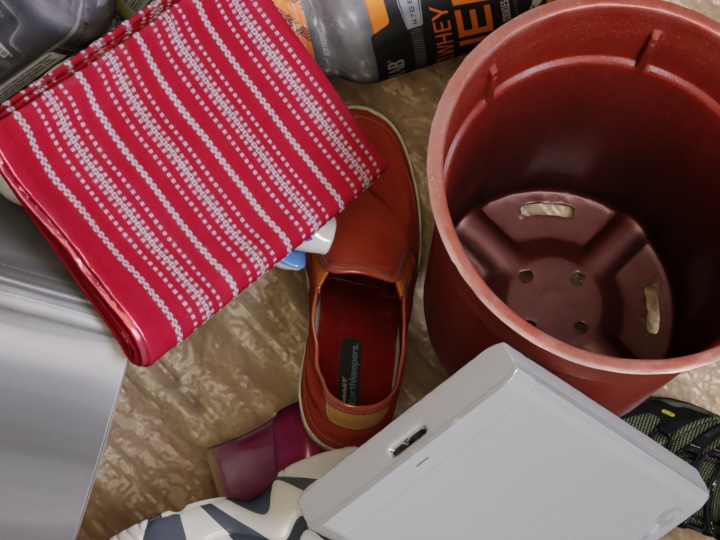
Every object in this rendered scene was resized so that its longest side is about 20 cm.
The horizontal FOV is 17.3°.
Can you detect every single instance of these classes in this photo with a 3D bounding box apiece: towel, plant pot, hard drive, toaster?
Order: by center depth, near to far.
[{"bbox_3d":[-0.085,-0.059,1.183,0.200,0.022,0.145,-41,99,-37],"label":"towel"},{"bbox_3d":[0.077,0.115,1.202,0.132,0.200,0.026,-39,50,16],"label":"hard drive"},{"bbox_3d":[-0.191,0.051,1.230,0.119,0.200,0.181,13,111,-12],"label":"toaster"},{"bbox_3d":[0.119,-0.011,1.243,0.201,0.195,0.201,3,69,-7],"label":"plant pot"}]

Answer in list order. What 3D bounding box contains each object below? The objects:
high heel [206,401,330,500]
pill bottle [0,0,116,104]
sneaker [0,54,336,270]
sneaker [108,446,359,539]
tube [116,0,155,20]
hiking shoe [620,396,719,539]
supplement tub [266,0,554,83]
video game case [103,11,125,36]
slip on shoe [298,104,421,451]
[{"bbox_3d":[-0.009,0.170,1.319,0.096,0.067,0.200,-22,77,8],"label":"high heel"},{"bbox_3d":[-0.203,-0.142,1.260,0.200,0.106,0.106,-32,91,23],"label":"pill bottle"},{"bbox_3d":[-0.083,-0.050,1.228,0.146,0.200,0.081,27,107,15],"label":"sneaker"},{"bbox_3d":[-0.058,0.188,1.250,0.199,0.079,0.130,-22,64,11],"label":"sneaker"},{"bbox_3d":[-0.154,-0.203,1.312,0.200,0.052,0.058,45,45,4],"label":"tube"},{"bbox_3d":[0.201,0.115,1.309,0.200,0.101,0.076,11,89,-2],"label":"hiking shoe"},{"bbox_3d":[0.040,-0.176,1.296,0.200,0.123,0.123,-18,90,-1],"label":"supplement tub"},{"bbox_3d":[-0.153,-0.111,1.340,0.143,0.019,0.200,11,90,-2],"label":"video game case"},{"bbox_3d":[0.000,0.000,1.308,0.074,0.061,0.200,6,70,-9],"label":"slip on shoe"}]
